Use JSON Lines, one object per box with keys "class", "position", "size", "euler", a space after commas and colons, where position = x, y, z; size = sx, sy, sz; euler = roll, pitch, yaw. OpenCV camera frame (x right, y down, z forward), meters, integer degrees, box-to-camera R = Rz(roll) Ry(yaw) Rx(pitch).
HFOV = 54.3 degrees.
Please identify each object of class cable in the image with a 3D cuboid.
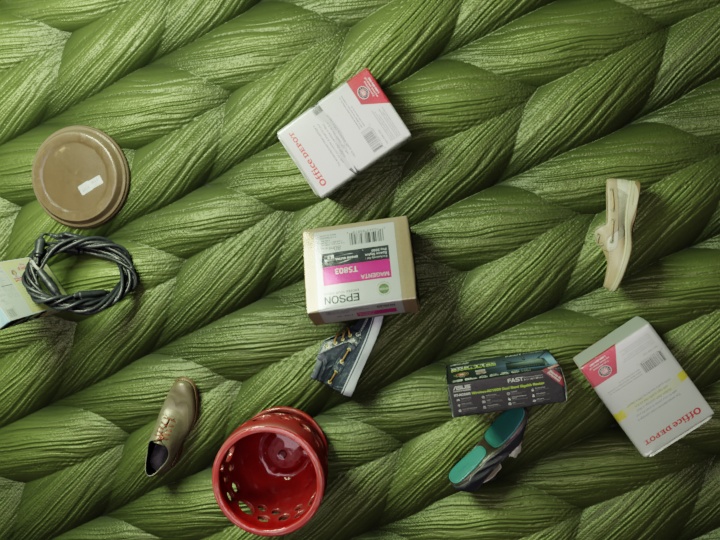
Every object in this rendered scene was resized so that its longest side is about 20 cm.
{"class": "cable", "position": [-0.524, 0.007, 1.322], "size": [0.199, 0.051, 0.164], "euler": [16, 54, -14]}

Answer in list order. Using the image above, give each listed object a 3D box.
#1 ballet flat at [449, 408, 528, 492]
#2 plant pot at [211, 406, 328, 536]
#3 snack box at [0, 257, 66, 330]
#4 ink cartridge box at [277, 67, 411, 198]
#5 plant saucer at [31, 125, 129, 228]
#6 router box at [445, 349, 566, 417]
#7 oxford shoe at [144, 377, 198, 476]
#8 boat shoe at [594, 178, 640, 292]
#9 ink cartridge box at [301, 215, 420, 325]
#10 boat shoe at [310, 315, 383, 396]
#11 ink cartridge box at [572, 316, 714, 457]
{"class": "ballet flat", "position": [0.251, 0.338, 1.310], "size": [0.073, 0.073, 0.200], "euler": [43, 92, 1]}
{"class": "plant pot", "position": [-0.151, 0.355, 1.289], "size": [0.200, 0.182, 0.201], "euler": [1, 95, 7]}
{"class": "snack box", "position": [-0.631, 0.037, 1.302], "size": [0.037, 0.200, 0.116], "euler": [-34, 90, 11]}
{"class": "ink cartridge box", "position": [-0.028, -0.243, 1.272], "size": [0.200, 0.084, 0.144], "euler": [-34, 92, 7]}
{"class": "plant saucer", "position": [-0.547, -0.182, 1.361], "size": [0.199, 0.029, 0.201], "euler": [0, 95, 5]}
{"class": "router box", "position": [0.253, 0.198, 1.249], "size": [0.199, 0.150, 0.062], "euler": [-10, 94, 6]}
{"class": "oxford shoe", "position": [-0.367, 0.307, 1.361], "size": [0.070, 0.075, 0.201], "euler": [16, 96, 5]}
{"class": "boat shoe", "position": [0.449, -0.063, 1.249], "size": [0.065, 0.072, 0.201], "euler": [10, 94, 14]}
{"class": "ink cartridge box", "position": [0.000, 0.000, 1.267], "size": [0.199, 0.075, 0.165], "euler": [-8, 68, 6]}
{"class": "boat shoe", "position": [-0.023, 0.133, 1.311], "size": [0.091, 0.071, 0.201], "euler": [22, 99, 0]}
{"class": "ink cartridge box", "position": [0.502, 0.207, 1.257], "size": [0.145, 0.083, 0.200], "euler": [-35, 91, 8]}
